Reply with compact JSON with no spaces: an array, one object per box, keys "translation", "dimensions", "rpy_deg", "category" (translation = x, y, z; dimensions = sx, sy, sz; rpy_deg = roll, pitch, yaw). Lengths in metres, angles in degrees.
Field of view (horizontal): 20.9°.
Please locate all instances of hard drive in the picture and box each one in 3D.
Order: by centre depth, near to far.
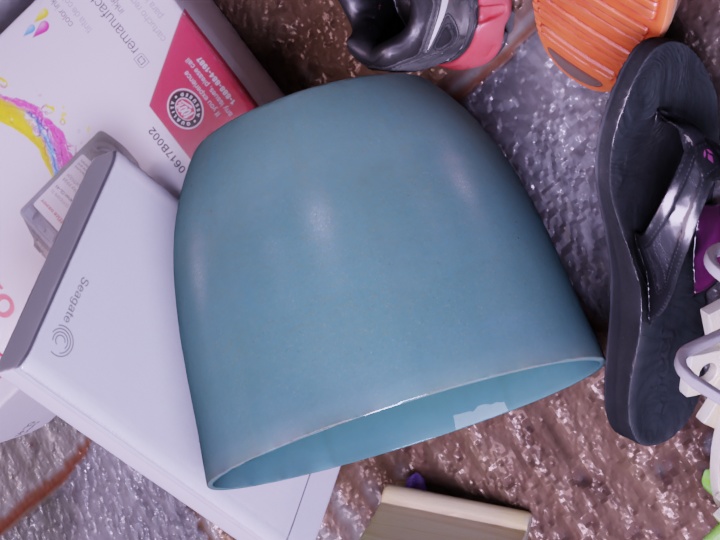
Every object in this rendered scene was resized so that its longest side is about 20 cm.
[{"translation":[-0.082,0.049,1.005],"dimensions":[0.027,0.132,0.200],"rpy_deg":[-15,136,44],"category":"hard drive"}]

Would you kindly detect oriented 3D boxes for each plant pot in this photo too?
[{"translation":[0.000,0.000,0.949],"dimensions":[0.201,0.200,0.161],"rpy_deg":[-27,76,44],"category":"plant pot"}]

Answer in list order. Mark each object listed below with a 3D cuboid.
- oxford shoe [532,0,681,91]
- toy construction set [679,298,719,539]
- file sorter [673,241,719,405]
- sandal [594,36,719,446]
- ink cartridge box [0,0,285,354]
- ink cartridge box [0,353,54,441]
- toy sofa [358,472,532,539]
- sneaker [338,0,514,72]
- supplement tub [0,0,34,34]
[{"translation":[0.131,-0.160,0.864],"dimensions":[0.071,0.073,0.200],"rpy_deg":[37,145,16],"category":"oxford shoe"},{"translation":[0.191,0.104,0.839],"dimensions":[0.092,0.131,0.200],"rpy_deg":[-33,36,7],"category":"toy construction set"},{"translation":[0.223,-0.029,0.767],"dimensions":[0.124,0.139,0.200],"rpy_deg":[32,123,34],"category":"file sorter"},{"translation":[0.148,-0.010,0.889],"dimensions":[0.048,0.075,0.201],"rpy_deg":[21,126,42],"category":"sandal"},{"translation":[-0.149,-0.067,1.078],"dimensions":[0.200,0.086,0.148],"rpy_deg":[-42,74,11],"category":"ink cartridge box"},{"translation":[-0.245,-0.005,1.230],"dimensions":[0.148,0.086,0.200],"rpy_deg":[-40,74,42],"category":"ink cartridge box"},{"translation":[0.042,0.216,1.063],"dimensions":[0.083,0.098,0.200],"rpy_deg":[10,112,14],"category":"toy sofa"},{"translation":[0.016,-0.183,0.917],"dimensions":[0.071,0.098,0.201],"rpy_deg":[14,120,44],"category":"sneaker"},{"translation":[-0.247,-0.225,1.145],"dimensions":[0.200,0.122,0.123],"rpy_deg":[49,131,19],"category":"supplement tub"}]
